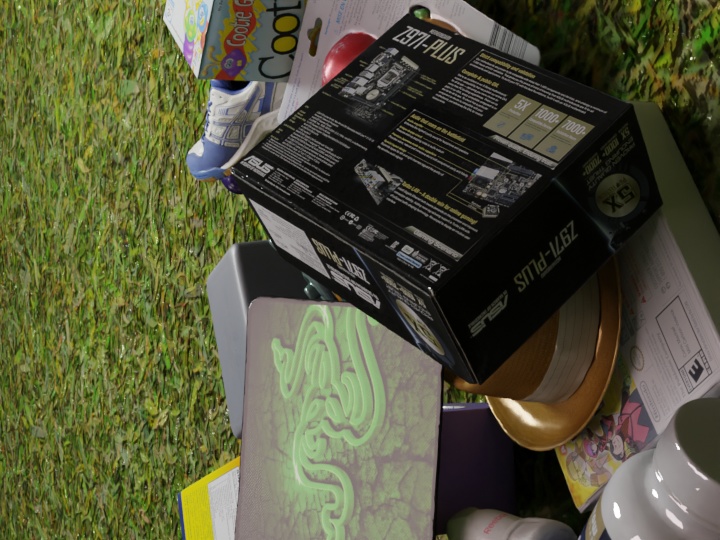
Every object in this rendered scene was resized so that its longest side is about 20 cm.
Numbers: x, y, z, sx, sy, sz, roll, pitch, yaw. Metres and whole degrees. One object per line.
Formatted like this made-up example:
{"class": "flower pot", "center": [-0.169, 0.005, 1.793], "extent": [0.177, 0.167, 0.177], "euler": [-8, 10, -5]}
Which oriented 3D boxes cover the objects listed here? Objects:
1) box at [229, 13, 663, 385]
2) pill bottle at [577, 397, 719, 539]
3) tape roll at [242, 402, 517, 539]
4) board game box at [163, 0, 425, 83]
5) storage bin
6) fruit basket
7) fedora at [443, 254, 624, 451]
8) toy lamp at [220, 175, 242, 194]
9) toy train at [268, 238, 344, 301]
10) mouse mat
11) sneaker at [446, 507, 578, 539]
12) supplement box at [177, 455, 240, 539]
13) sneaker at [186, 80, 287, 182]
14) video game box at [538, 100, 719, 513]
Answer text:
{"class": "box", "center": [0.048, -0.050, 0.841], "extent": [0.200, 0.164, 0.086], "euler": [31, 159, 43]}
{"class": "pill bottle", "center": [0.178, 0.173, 0.799], "extent": [0.111, 0.111, 0.200], "euler": [59, 141, 44]}
{"class": "tape roll", "center": [0.014, 0.145, 1.029], "extent": [0.200, 0.200, 0.085], "euler": [-10, 81, 63]}
{"class": "board game box", "center": [-0.043, -0.218, 1.126], "extent": [0.105, 0.200, 0.103], "euler": [59, 141, 46]}
{"class": "storage bin", "center": [-0.056, 0.063, 1.240], "extent": [0.146, 0.134, 0.200], "euler": [-46, 50, 55]}
{"class": "fruit basket", "center": [0.033, -0.136, 1.035], "extent": [0.200, 0.094, 0.185], "euler": [40, 132, 27]}
{"class": "fedora", "center": [0.088, 0.018, 0.903], "extent": [0.201, 0.082, 0.201], "euler": [-3, 86, 64]}
{"class": "toy lamp", "center": [-0.081, -0.095, 1.372], "extent": [0.200, 0.058, 0.058], "euler": [-168, 79, -66]}
{"class": "toy train", "center": [0.000, 0.000, 1.095], "extent": [0.200, 0.085, 0.114], "euler": [52, 174, -22]}
{"class": "mouse mat", "center": [-0.017, 0.120, 0.926], "extent": [0.161, 0.008, 0.200], "euler": [3, 89, 33]}
{"class": "sneaker", "center": [0.101, 0.236, 0.945], "extent": [0.099, 0.078, 0.200], "euler": [20, 127, 41]}
{"class": "supplement box", "center": [-0.090, 0.245, 1.342], "extent": [0.200, 0.109, 0.109], "euler": [-37, 59, 59]}
{"class": "sneaker", "center": [-0.118, -0.161, 1.354], "extent": [0.200, 0.088, 0.075], "euler": [-34, 28, 39]}
{"class": "video game box", "center": [0.165, 0.025, 0.894], "extent": [0.182, 0.047, 0.200], "euler": [-54, 44, 47]}
